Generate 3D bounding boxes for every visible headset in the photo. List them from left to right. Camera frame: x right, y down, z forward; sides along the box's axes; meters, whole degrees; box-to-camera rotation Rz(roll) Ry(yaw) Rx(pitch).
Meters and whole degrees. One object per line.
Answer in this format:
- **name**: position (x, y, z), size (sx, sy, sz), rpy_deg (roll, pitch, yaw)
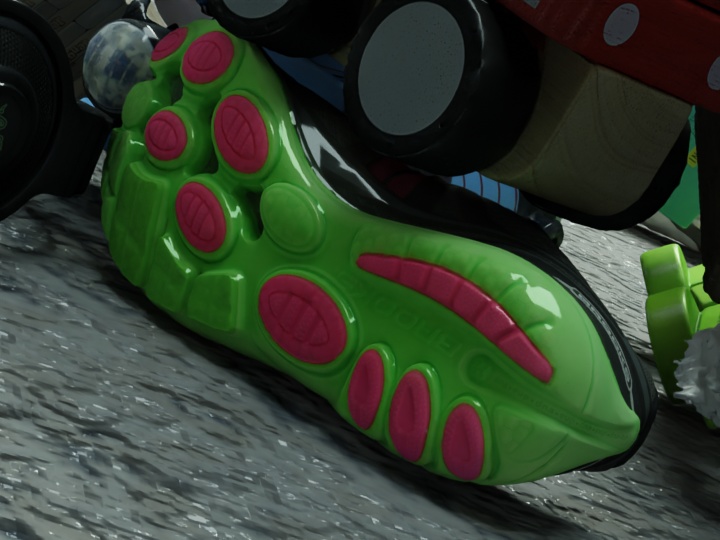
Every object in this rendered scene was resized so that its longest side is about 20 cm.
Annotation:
- **headset**: position (-0.133, -0.070, 0.674), size (0.123, 0.094, 0.200), rpy_deg (24, 4, 12)

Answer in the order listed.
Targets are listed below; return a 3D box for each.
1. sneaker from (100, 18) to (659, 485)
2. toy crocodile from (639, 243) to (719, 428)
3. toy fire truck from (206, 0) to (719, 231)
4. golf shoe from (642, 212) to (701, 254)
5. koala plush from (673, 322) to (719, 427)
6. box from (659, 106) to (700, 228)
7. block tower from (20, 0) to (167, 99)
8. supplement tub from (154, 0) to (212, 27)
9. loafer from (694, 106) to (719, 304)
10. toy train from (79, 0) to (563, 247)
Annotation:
- **sneaker**: position (0.000, 0.000, 0.688), size (0.200, 0.077, 0.084), rpy_deg (42, 13, 37)
- **toy crocodile**: position (0.136, 0.022, 0.870), size (0.067, 0.062, 0.200), rpy_deg (-17, 9, 9)
- **toy fire truck**: position (0.057, -0.132, 0.693), size (0.129, 0.200, 0.176), rpy_deg (16, 19, -48)
- **golf shoe**: position (0.184, -0.032, 1.190), size (0.200, 0.077, 0.088), rpy_deg (23, 18, 10)
- **koala plush**: position (0.181, 0.041, 0.678), size (0.177, 0.184, 0.200), rpy_deg (27, -12, -15)
- **box**: position (0.061, -0.103, 0.854), size (0.200, 0.082, 0.049), rpy_deg (33, 16, -28)
- **block tower**: position (-0.128, -0.107, 0.818), size (0.058, 0.054, 0.200), rpy_deg (59, 11, 22)
- **supplement tub**: position (0.003, -0.143, 1.019), size (0.145, 0.200, 0.145), rpy_deg (21, 11, -4)
- **loafer**: position (0.140, -0.045, 0.737), size (0.067, 0.076, 0.200), rpy_deg (2, -22, -3)
- **toy train**: position (-0.006, -0.041, 0.835), size (0.114, 0.087, 0.200), rpy_deg (38, 15, 28)
